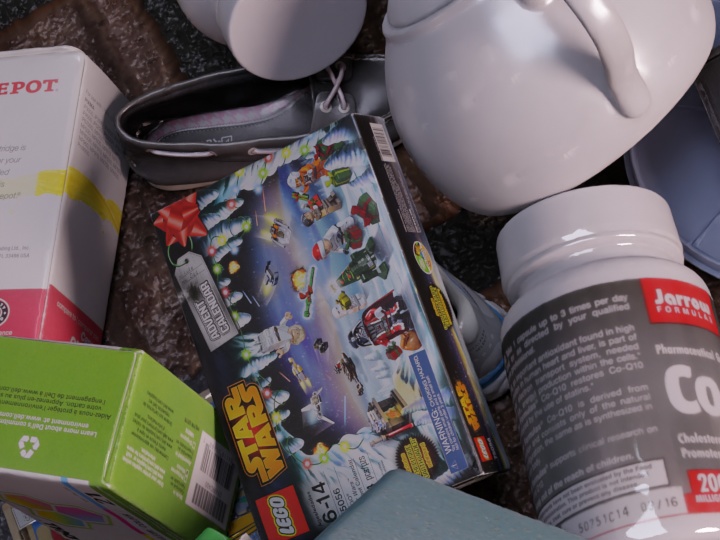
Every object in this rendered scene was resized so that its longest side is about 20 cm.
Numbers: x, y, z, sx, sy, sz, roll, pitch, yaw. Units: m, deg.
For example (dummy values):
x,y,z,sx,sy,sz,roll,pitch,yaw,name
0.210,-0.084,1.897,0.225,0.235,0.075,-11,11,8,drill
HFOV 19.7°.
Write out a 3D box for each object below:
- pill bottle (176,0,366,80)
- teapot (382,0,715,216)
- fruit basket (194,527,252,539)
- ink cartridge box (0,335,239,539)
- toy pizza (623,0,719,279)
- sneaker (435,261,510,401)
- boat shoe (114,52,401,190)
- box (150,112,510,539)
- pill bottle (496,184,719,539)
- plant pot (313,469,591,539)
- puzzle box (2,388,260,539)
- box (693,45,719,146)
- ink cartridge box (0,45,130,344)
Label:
x,y,z,sx,sy,sz,roll,pitch,yaw,name
-0.070,-0.205,1.240,0.112,0.112,0.200,-32,48,4,pill bottle
0.083,-0.135,1.110,0.200,0.146,0.198,-26,24,37,teapot
-0.093,0.231,1.030,0.094,0.185,0.200,33,81,21,fruit basket
-0.182,0.092,1.118,0.199,0.148,0.076,4,69,23,ink cartridge box
0.243,-0.078,1.133,0.200,0.032,0.201,-7,66,17,toy pizza
0.000,0.000,1.158,0.200,0.087,0.075,25,79,29,sneaker
-0.051,-0.093,1.234,0.199,0.057,0.067,-12,63,15,boat shoe
-0.019,0.036,1.094,0.137,0.040,0.201,-25,78,26,box
0.135,0.064,1.061,0.114,0.114,0.201,-17,63,13,pill bottle
0.033,0.232,0.930,0.196,0.200,0.196,18,109,26,plant pot
-0.094,0.143,1.162,0.200,0.025,0.133,-30,61,5,puzzle box
0.286,-0.063,1.040,0.193,0.047,0.201,-28,65,23,box
-0.225,-0.024,1.252,0.145,0.083,0.201,-2,67,20,ink cartridge box
